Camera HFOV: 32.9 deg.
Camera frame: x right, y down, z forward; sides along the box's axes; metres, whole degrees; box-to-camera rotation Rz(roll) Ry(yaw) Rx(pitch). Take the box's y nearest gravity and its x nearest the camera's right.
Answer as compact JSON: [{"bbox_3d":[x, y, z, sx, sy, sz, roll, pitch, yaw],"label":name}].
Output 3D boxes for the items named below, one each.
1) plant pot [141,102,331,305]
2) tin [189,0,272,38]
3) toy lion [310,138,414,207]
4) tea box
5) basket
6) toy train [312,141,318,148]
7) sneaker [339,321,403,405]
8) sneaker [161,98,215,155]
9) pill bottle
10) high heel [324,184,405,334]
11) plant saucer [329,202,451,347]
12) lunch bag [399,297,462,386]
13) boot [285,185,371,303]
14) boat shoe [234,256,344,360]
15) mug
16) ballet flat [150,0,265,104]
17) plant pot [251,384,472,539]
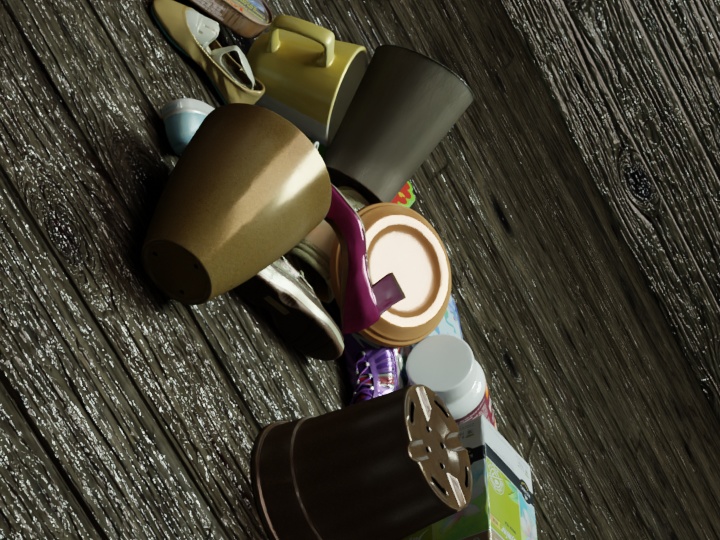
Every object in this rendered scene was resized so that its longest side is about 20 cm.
[{"bbox_3d":[-0.159,-0.060,1.396,0.187,0.185,0.200,55,45,-20],"label":"plant pot"},{"bbox_3d":[-0.210,-0.401,1.720,0.199,0.042,0.112,33,24,-29],"label":"tin"},{"bbox_3d":[0.006,-0.165,1.880,0.191,0.069,0.200,38,29,-4],"label":"toy lion"},{"bbox_3d":[0.104,0.322,1.522,0.134,0.199,0.198,47,28,-36],"label":"tea box"},{"bbox_3d":[0.039,-0.199,1.744,0.180,0.201,0.136,25,-13,41],"label":"basket"},{"bbox_3d":[-0.086,-0.094,1.600,0.055,0.151,0.200,32,21,1],"label":"toy train"},{"bbox_3d":[0.016,0.154,1.663,0.083,0.080,0.202,-2,69,-59],"label":"sneaker"},{"bbox_3d":[-0.179,-0.154,1.570,0.199,0.073,0.083,13,62,-51],"label":"sneaker"},{"bbox_3d":[0.129,0.187,1.742,0.201,0.113,0.115,71,10,-50],"label":"pill bottle"},{"bbox_3d":[-0.030,-0.021,1.583,0.201,0.096,0.067,57,-7,7],"label":"high heel"},{"bbox_3d":[0.050,0.003,1.672,0.199,0.037,0.202,7,77,-32],"label":"plant saucer"},{"bbox_3d":[0.101,0.100,1.887,0.161,0.082,0.202,37,36,-46],"label":"lunch bag"},{"bbox_3d":[0.000,0.000,1.703,0.200,0.073,0.156,47,53,-12],"label":"boot"},{"bbox_3d":[-0.083,0.032,1.558,0.202,0.074,0.075,48,41,-34],"label":"boat shoe"},{"bbox_3d":[-0.082,-0.289,1.747,0.152,0.188,0.150,22,33,10],"label":"mug"},{"bbox_3d":[-0.202,-0.305,1.667,0.200,0.063,0.069,49,29,-32],"label":"ballet flat"},{"bbox_3d":[0.010,0.237,1.411,0.200,0.197,0.201,45,30,-36],"label":"plant pot"}]
